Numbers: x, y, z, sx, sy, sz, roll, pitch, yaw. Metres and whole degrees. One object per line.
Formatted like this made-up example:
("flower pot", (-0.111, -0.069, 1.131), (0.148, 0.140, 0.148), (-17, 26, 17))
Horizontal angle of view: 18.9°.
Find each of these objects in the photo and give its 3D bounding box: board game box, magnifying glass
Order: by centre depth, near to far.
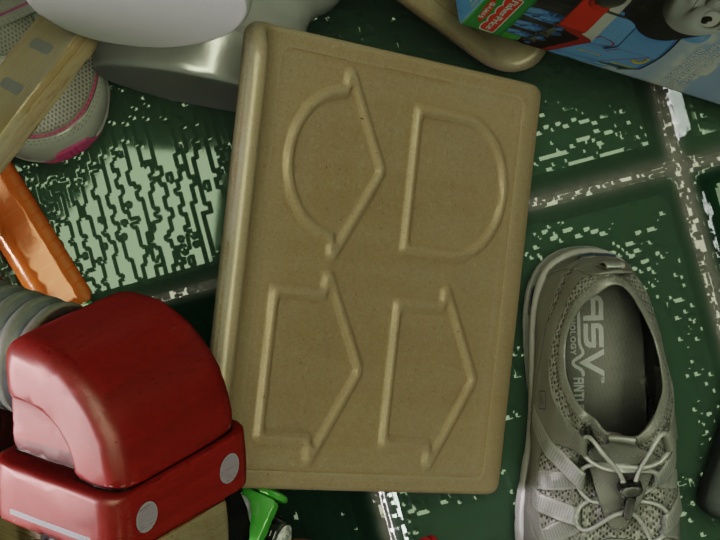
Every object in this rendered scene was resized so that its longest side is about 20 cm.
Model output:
("board game box", (0.162, -0.133, 0.912), (0.199, 0.151, 0.037), (12, 54, -29))
("magnifying glass", (-0.119, 0.037, 0.976), (0.079, 0.022, 0.201), (-32, 92, -6))

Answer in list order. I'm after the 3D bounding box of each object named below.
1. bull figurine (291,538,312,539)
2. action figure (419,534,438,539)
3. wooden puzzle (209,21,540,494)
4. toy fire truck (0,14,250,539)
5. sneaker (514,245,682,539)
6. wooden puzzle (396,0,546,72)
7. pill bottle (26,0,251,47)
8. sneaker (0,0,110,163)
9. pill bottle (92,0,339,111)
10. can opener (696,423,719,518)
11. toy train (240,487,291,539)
("bull figurine", (-0.080, 0.200, 0.940), (0.121, 0.065, 0.201), (32, 76, -25))
("action figure", (0.019, 0.155, 0.904), (0.200, 0.099, 0.065), (-29, 84, -47))
("wooden puzzle", (0.000, 0.000, 0.925), (0.199, 0.046, 0.187), (7, 89, -49))
("toy fire truck", (-0.123, 0.018, 0.817), (0.175, 0.128, 0.201), (14, 115, 34))
("sneaker", (0.106, 0.088, 0.960), (0.074, 0.082, 0.202), (-9, 88, -5))
("wooden puzzle", (0.043, -0.205, 0.933), (0.200, 0.037, 0.186), (26, 77, -46))
("pill bottle", (-0.076, -0.193, 0.815), (0.112, 0.113, 0.201), (4, 71, -5))
("sneaker", (-0.176, -0.138, 0.945), (0.081, 0.088, 0.201), (-31, 90, -6))
("pill bottle", (-0.053, -0.176, 0.945), (0.116, 0.116, 0.201), (10, 86, -4))
("can opener", (0.208, 0.023, 0.986), (0.052, 0.066, 0.201), (21, 90, -5))
("toy train", (-0.118, 0.075, 0.918), (0.199, 0.056, 0.042), (21, 83, 25))
